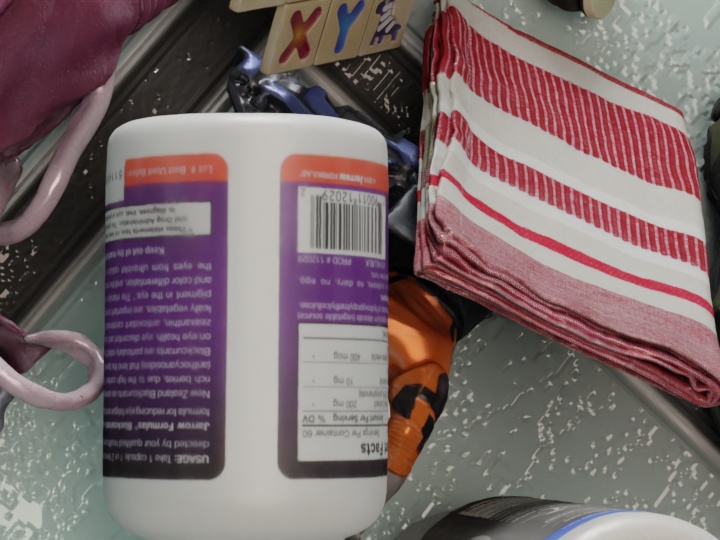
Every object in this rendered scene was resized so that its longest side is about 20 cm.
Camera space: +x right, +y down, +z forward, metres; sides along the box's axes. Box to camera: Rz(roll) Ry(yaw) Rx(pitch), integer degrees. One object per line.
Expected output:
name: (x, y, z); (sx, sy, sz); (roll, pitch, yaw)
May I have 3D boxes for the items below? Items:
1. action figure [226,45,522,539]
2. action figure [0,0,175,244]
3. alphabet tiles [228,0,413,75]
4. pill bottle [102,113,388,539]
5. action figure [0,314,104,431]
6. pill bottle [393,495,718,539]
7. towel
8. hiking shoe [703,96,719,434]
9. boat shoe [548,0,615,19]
action figure: (0.000, 0.000, 0.953); (0.200, 0.105, 0.193); (40, 68, 13)
action figure: (-0.096, -0.119, 0.878); (0.199, 0.134, 0.150); (-35, 111, -22)
alphabet tiles: (0.015, -0.179, 0.911); (0.166, 0.006, 0.201); (-18, 133, -52)
pill bottle: (-0.044, 0.045, 0.837); (0.110, 0.111, 0.202); (2, 86, -18)
action figure: (-0.205, -0.019, 0.822); (0.148, 0.134, 0.202); (-15, 93, 19)
pill bottle: (0.076, 0.152, 0.896); (0.113, 0.200, 0.115); (1, 86, -19)
towel: (0.091, -0.038, 0.935); (0.143, 0.023, 0.201); (25, 36, -16)
hiking shoe: (0.204, 0.006, 0.997); (0.075, 0.101, 0.202); (-5, 89, -17)
boat shoe: (0.098, -0.218, 0.997); (0.063, 0.074, 0.203); (4, 98, 20)
